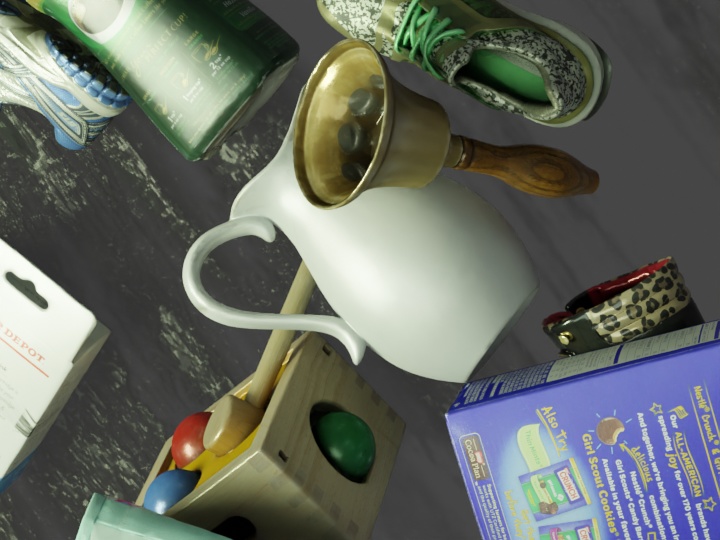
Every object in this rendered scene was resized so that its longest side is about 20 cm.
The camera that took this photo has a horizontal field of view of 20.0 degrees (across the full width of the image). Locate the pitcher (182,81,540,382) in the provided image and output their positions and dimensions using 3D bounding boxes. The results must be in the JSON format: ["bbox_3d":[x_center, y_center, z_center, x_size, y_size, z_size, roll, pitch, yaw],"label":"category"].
[{"bbox_3d":[0.000,0.000,1.327,0.199,0.121,0.172,37,81,8],"label":"pitcher"}]

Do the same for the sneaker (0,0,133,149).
[{"bbox_3d":[-0.251,-0.155,1.410,0.200,0.077,0.085,38,121,5],"label":"sneaker"}]

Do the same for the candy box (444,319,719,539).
[{"bbox_3d":[0.174,0.133,1.274,0.198,0.077,0.171,-14,101,16],"label":"candy box"}]

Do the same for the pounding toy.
[{"bbox_3d":[-0.065,0.119,1.389,0.200,0.184,0.142,-38,105,27],"label":"pounding toy"}]

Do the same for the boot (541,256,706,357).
[{"bbox_3d":[0.163,0.094,1.340,0.199,0.073,0.151,-28,98,22],"label":"boot"}]

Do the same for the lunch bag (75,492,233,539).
[{"bbox_3d":[-0.110,0.234,1.285,0.169,0.122,0.201,20,126,3],"label":"lunch bag"}]

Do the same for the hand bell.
[{"bbox_3d":[0.068,-0.074,1.276,0.104,0.199,0.105,-21,64,53],"label":"hand bell"}]

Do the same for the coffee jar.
[{"bbox_3d":[-0.142,-0.176,1.354,0.200,0.085,0.104,45,120,0],"label":"coffee jar"}]

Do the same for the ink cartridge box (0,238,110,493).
[{"bbox_3d":[-0.264,0.063,1.492,0.116,0.067,0.201,38,117,5],"label":"ink cartridge box"}]

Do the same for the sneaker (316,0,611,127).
[{"bbox_3d":[0.059,-0.146,1.286,0.199,0.089,0.078,22,110,11],"label":"sneaker"}]
